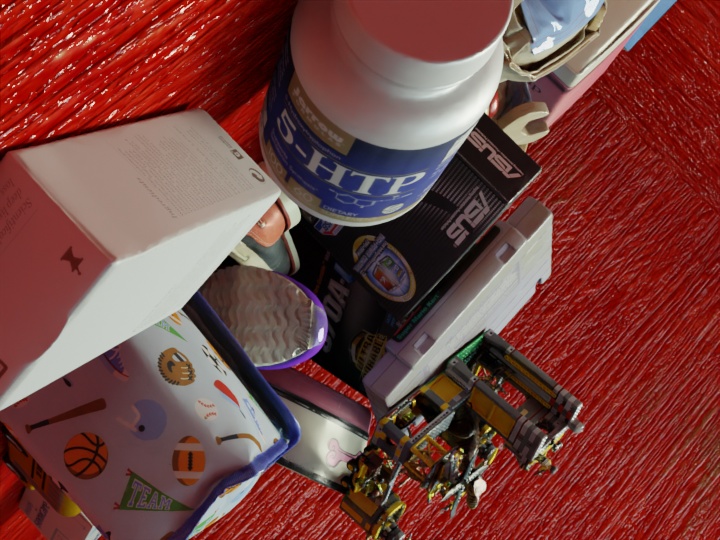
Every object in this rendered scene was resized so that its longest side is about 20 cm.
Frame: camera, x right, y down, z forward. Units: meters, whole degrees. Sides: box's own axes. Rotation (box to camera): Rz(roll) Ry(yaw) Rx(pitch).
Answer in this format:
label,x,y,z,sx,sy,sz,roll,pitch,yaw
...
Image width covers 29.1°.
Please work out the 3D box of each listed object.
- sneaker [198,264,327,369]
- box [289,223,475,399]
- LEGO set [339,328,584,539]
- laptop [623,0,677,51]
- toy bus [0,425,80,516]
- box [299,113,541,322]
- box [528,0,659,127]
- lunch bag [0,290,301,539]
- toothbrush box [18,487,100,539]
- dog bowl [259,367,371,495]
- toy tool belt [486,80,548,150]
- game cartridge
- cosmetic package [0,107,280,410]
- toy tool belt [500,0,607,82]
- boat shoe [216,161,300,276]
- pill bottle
label,x,y,z,sx,sy,sz,roll,pitch,yaw
sneaker,-0.074,0.038,1.010,0.099,0.070,0.199,9,172,-41
box,0.000,0.000,1.151,0.046,0.158,0.201,-41,158,-46
LEGO set,0.088,0.152,1.098,0.199,0.116,0.155,-28,149,-47
laptop,0.358,-0.389,1.648,0.187,0.116,0.200,-46,176,-5
toy bus,-0.227,0.136,1.070,0.065,0.078,0.200,-44,175,-23
box,0.020,-0.069,0.990,0.044,0.160,0.200,-42,176,-32
box,0.161,-0.216,1.219,0.109,0.128,0.200,-44,175,-10
lunch bag,-0.130,0.081,0.887,0.124,0.170,0.200,-40,175,4
toothbrush box,-0.236,0.180,1.389,0.200,0.085,0.147,-42,175,-32
dog bowl,-0.078,0.115,1.160,0.200,0.199,0.074,107,9,-82
toy tool belt,0.094,-0.134,1.136,0.122,0.126,0.200,-14,180,-18
game cartridge,0.080,0.040,1.110,0.200,0.038,0.130,-47,155,-13
cosmetic package,-0.125,-0.014,0.682,0.102,0.074,0.200,-47,174,20
toy tool belt,0.141,-0.224,0.994,0.200,0.125,0.123,-45,-175,-20
boat shoe,-0.085,-0.023,1.020,0.062,0.071,0.200,-37,174,-11
pill bottle,0.013,-0.112,0.780,0.120,0.120,0.200,-44,175,-21
